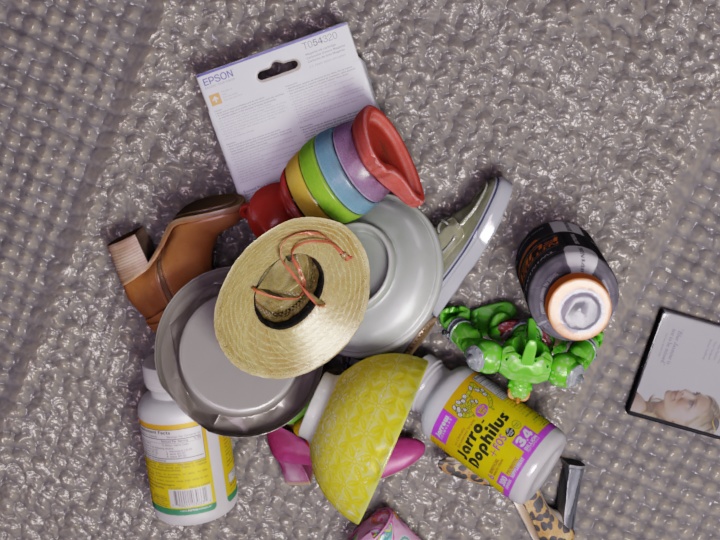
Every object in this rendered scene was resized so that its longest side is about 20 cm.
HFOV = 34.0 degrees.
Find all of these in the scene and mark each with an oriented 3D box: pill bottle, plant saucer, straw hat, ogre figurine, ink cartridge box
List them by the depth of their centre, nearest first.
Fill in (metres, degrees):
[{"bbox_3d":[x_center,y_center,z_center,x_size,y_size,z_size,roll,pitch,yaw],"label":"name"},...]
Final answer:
[{"bbox_3d":[-0.087,0.014,1.335,0.199,0.085,0.203,-13,123,-21],"label":"straw hat"},{"bbox_3d":[0.241,0.016,1.369,0.105,0.200,0.108,0,105,1],"label":"pill bottle"},{"bbox_3d":[0.000,0.000,1.394,0.198,0.050,0.203,-7,73,24],"label":"plant saucer"},{"bbox_3d":[-0.072,-0.171,1.409,0.194,0.043,0.202,-17,104,8],"label":"ink cartridge box"},{"bbox_3d":[0.195,0.092,1.429,0.198,0.120,0.099,27,116,-7],"label":"ogre figurine"},{"bbox_3d":[0.145,0.188,1.443,0.199,0.104,0.105,34,106,21],"label":"pill bottle"},{"bbox_3d":[-0.219,0.205,1.482,0.111,0.113,0.203,-5,106,3],"label":"pill bottle"}]

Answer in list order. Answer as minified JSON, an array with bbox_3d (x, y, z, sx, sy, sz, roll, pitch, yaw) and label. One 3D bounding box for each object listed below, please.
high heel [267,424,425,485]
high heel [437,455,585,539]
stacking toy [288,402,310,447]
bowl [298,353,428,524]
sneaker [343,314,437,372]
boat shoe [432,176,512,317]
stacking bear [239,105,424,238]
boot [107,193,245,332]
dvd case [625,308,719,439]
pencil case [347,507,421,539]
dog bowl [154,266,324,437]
[{"bbox_3d":[-0.020,0.215,1.503,0.197,0.068,0.097,-8,116,18],"label":"high heel"},{"bbox_3d":[0.187,0.308,1.515,0.197,0.071,0.145,7,100,-10],"label":"high heel"},{"bbox_3d":[-0.066,0.169,1.461,0.085,0.085,0.201,-38,88,11],"label":"stacking toy"},{"bbox_3d":[-0.008,0.175,1.352,0.107,0.200,0.202,24,105,3],"label":"bowl"},{"bbox_3d":[0.002,0.095,1.469,0.108,0.070,0.201,41,119,9],"label":"sneaker"},{"bbox_3d":[0.113,-0.032,1.428,0.062,0.072,0.201,30,107,-6],"label":"boat shoe"},{"bbox_3d":[-0.045,-0.093,1.356,0.199,0.115,0.121,-29,141,21],"label":"stacking bear"},{"bbox_3d":[-0.198,0.001,1.446,0.198,0.074,0.156,-21,105,23],"label":"boot"},{"bbox_3d":[0.450,0.141,1.491,0.197,0.018,0.144,15,105,-3],"label":"dvd case"},{"bbox_3d":[0.068,0.407,1.544,0.087,0.088,0.201,-35,101,11],"label":"pencil case"},{"bbox_3d":[-0.142,0.099,1.387,0.197,0.059,0.203,2,75,-6],"label":"dog bowl"}]
